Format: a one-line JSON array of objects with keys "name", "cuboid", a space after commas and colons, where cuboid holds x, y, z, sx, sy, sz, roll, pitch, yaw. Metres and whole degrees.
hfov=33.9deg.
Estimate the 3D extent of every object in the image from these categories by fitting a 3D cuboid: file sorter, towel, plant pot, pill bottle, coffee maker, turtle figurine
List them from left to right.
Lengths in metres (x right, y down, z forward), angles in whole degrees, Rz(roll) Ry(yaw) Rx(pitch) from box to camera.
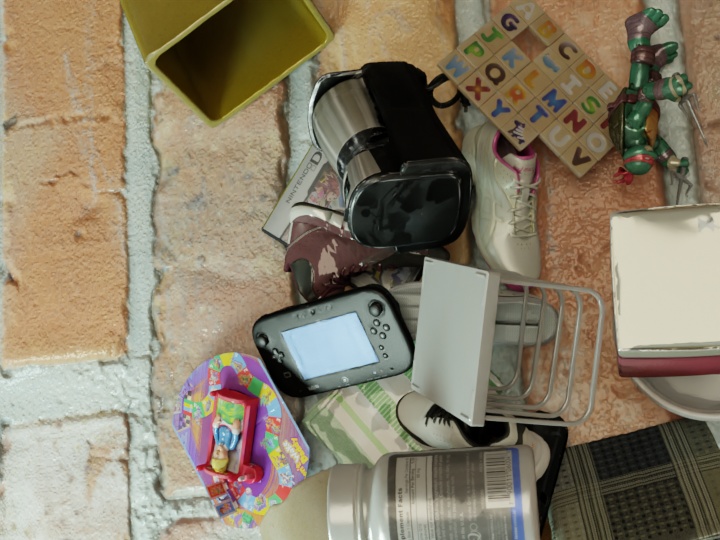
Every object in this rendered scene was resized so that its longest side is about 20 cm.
[{"name": "plant pot", "cuboid": [-0.183, -0.334, 1.416, 0.194, 0.194, 0.201, -35, 67, 5]}, {"name": "plant pot", "cuboid": [-0.011, 0.317, 1.250, 0.199, 0.200, 0.184, -37, 62, 4]}, {"name": "towel", "cuboid": [0.049, 0.153, 1.342, 0.200, 0.023, 0.153, -46, 73, 2]}, {"name": "coffee maker", "cuboid": [0.052, -0.133, 1.277, 0.190, 0.135, 0.201, -26, 45, 2]}, {"name": "pill bottle", "cuboid": [0.071, 0.230, 1.134, 0.197, 0.114, 0.116, -5, 78, 9]}, {"name": "file sorter", "cuboid": [0.140, 0.069, 1.169, 0.123, 0.200, 0.141, 6, 93, -14]}, {"name": "towel", "cuboid": [0.282, 0.232, 1.199, 0.190, 0.201, 0.035, -16, 115, 9]}, {"name": "turtle figurine", "cuboid": [0.316, -0.171, 1.278, 0.099, 0.150, 0.203, 1, 66, 8]}]

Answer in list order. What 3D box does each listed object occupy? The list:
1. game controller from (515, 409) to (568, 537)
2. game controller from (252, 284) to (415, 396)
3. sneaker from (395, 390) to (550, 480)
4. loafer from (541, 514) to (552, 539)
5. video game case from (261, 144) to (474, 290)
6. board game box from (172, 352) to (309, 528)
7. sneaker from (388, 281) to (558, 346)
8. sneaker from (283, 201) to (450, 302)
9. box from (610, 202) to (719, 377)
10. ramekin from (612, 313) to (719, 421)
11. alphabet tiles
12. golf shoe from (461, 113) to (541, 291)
[{"name": "game controller", "cuboid": [0.152, 0.228, 1.241, 0.103, 0.042, 0.201, -10, 38, 35]}, {"name": "game controller", "cuboid": [-0.031, 0.081, 1.314, 0.198, 0.042, 0.106, -17, 97, 35]}, {"name": "sneaker", "cuboid": [0.108, 0.158, 1.242, 0.198, 0.080, 0.074, 13, 65, 46]}, {"name": "loafer", "cuboid": [0.181, 0.291, 1.256, 0.198, 0.072, 0.074, -22, 76, 10]}, {"name": "video game case", "cuboid": [0.008, -0.076, 1.396, 0.199, 0.025, 0.182, 31, 87, 18]}, {"name": "board game box", "cuboid": [-0.148, 0.195, 1.345, 0.158, 0.039, 0.201, -39, 73, 26]}, {"name": "sneaker", "cuboid": [0.122, 0.053, 1.316, 0.197, 0.071, 0.074, 9, 93, 8]}, {"name": "sneaker", "cuboid": [0.000, 0.000, 1.342, 0.198, 0.075, 0.117, 17, 93, 22]}, {"name": "box", "cuboid": [0.290, 0.025, 1.105, 0.107, 0.200, 0.130, -3, 77, 12]}, {"name": "ramekin", "cuboid": [0.365, 0.060, 1.239, 0.197, 0.105, 0.204, -3, 78, 13]}, {"name": "alphabet tiles", "cuboid": [0.205, -0.202, 1.324, 0.200, 0.008, 0.167, 46, 61, 5]}, {"name": "golf shoe", "cuboid": [0.167, -0.080, 1.316, 0.074, 0.091, 0.203, -7, 76, -26]}]
